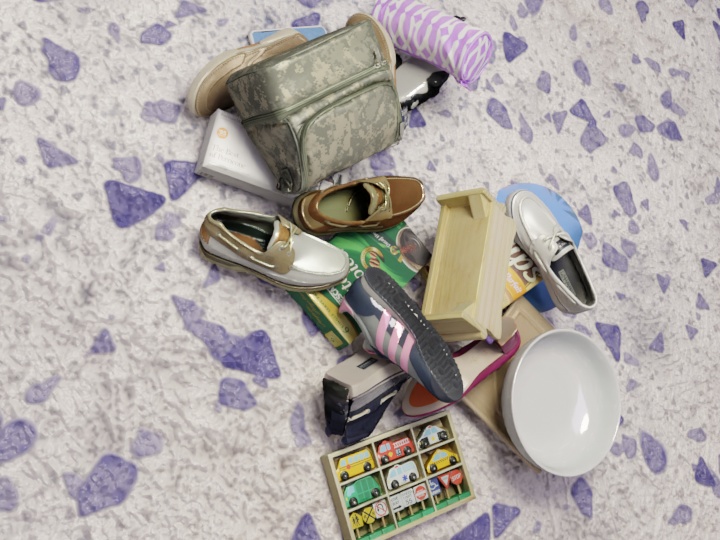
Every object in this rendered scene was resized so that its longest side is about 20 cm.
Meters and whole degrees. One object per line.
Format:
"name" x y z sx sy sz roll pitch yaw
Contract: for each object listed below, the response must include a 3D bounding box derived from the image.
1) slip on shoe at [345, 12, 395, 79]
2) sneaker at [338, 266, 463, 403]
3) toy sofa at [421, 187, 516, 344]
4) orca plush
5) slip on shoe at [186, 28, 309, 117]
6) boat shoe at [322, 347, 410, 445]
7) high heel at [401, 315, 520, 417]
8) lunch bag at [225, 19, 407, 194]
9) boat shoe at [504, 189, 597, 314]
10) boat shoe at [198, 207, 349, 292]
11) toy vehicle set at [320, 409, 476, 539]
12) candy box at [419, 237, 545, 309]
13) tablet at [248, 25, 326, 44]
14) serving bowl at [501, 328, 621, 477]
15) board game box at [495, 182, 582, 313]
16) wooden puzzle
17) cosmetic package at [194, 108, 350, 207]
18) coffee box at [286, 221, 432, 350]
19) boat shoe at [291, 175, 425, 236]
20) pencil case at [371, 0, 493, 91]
"slip on shoe" 0.009 -0.283 1.194 0.060 0.075 0.203 -4 83 -52
"sneaker" 0.051 0.095 1.045 0.201 0.082 0.070 54 32 12
"toy sofa" 0.144 -0.002 1.111 0.097 0.082 0.202 35 59 -43
"orca plush" 0.104 -0.311 1.284 0.104 0.071 0.202 7 58 22
"slip on shoe" -0.142 -0.261 1.105 0.199 0.077 0.060 -34 60 -28
"boat shoe" 0.020 0.156 1.090 0.199 0.074 0.094 -19 121 -46
"high heel" 0.143 0.144 1.131 0.199 0.096 0.068 -34 66 -4
"lunch bag" -0.047 -0.207 1.050 0.199 0.139 0.169 -32 110 -29
"boat shoe" 0.279 -0.031 1.166 0.073 0.065 0.201 -35 94 -16
"boat shoe" -0.107 -0.028 1.037 0.197 0.069 0.076 11 55 -8
"toy vehicle set" 0.053 0.276 1.085 0.198 0.026 0.126 -14 82 -30
"candy box" 0.197 -0.009 1.204 0.199 0.055 0.116 -33 93 -15
"tablet" -0.079 -0.260 1.186 0.129 0.014 0.203 -14 82 -30
"serving bowl" 0.274 0.185 1.155 0.198 0.066 0.203 4 82 -27
"board game box" 0.257 -0.032 1.275 0.156 0.039 0.202 20 81 -14
"wooden puzzle" 0.245 0.166 1.209 0.185 0.037 0.200 44 64 -9
"cosmetic package" -0.115 -0.141 1.102 0.198 0.051 0.084 18 77 -22
"coffee box" 0.000 0.000 1.131 0.123 0.044 0.200 50 60 -6
"boat shoe" 0.007 -0.087 1.088 0.198 0.074 0.077 -16 91 -30
"pencil case" 0.100 -0.345 1.211 0.086 0.199 0.084 -60 149 4
